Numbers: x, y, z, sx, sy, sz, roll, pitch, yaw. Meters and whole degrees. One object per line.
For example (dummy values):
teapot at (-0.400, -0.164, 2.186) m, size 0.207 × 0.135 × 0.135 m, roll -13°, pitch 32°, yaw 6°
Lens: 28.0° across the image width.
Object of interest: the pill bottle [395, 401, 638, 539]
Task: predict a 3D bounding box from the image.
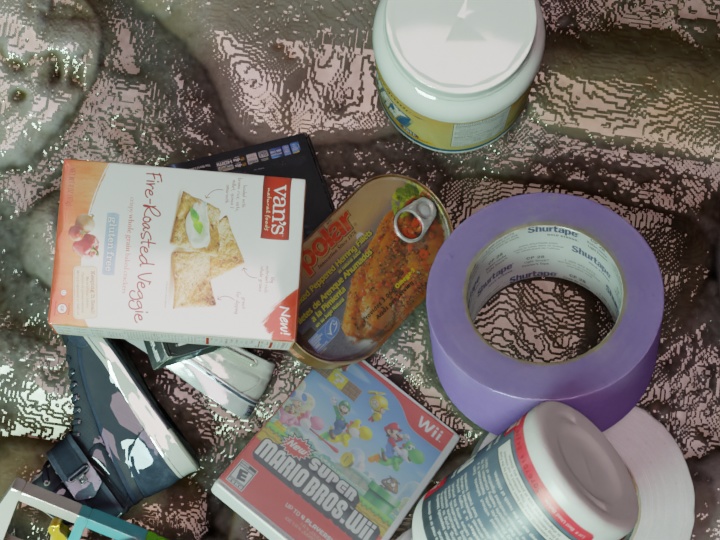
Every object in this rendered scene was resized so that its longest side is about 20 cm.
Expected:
pill bottle at (0.111, 0.206, 1.149) m, size 0.200 × 0.119 × 0.120 m, roll -42°, pitch 83°, yaw 26°

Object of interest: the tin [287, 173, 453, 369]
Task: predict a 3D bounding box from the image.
tin at (0.000, 0.000, 1.260) m, size 0.200 × 0.042 × 0.112 m, roll -44°, pitch 100°, yaw -28°

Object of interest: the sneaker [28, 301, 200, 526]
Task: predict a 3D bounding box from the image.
sneaker at (-0.255, 0.129, 1.274) m, size 0.145 × 0.077 × 0.203 m, roll -34°, pitch 82°, yaw -1°

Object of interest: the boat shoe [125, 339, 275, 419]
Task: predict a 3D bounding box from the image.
boat shoe at (-0.160, 0.041, 1.281) m, size 0.201 × 0.075 × 0.087 m, roll 35°, pitch 86°, yaw 2°

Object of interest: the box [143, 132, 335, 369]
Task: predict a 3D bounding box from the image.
box at (-0.111, -0.020, 1.258) m, size 0.198 × 0.043 × 0.162 m, roll -16°, pitch 82°, yaw -28°

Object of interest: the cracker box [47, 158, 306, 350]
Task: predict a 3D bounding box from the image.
cracker box at (-0.146, -0.012, 1.170) m, size 0.197 × 0.058 × 0.136 m, roll 4°, pitch 79°, yaw -6°

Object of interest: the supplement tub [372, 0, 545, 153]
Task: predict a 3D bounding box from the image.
supplement tub at (0.082, -0.188, 1.235) m, size 0.143 × 0.200 × 0.147 m, roll 0°, pitch 83°, yaw 2°

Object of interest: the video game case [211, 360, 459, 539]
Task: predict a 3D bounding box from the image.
video game case at (-0.016, 0.164, 1.231) m, size 0.142 × 0.018 × 0.200 m, roll 37°, pitch 47°, yaw 5°

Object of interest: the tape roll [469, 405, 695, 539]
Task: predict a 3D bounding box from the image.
tape roll at (0.187, 0.204, 1.256) m, size 0.197 × 0.066 × 0.203 m, roll 0°, pitch 84°, yaw 2°

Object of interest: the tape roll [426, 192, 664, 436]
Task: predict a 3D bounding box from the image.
tape roll at (0.156, 0.040, 1.227) m, size 0.197 × 0.085 × 0.202 m, roll -3°, pitch 57°, yaw 5°

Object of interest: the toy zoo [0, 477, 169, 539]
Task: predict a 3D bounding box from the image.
toy zoo at (-0.254, 0.259, 1.240) m, size 0.198 × 0.021 × 0.132 m, roll 23°, pitch 112°, yaw -6°
